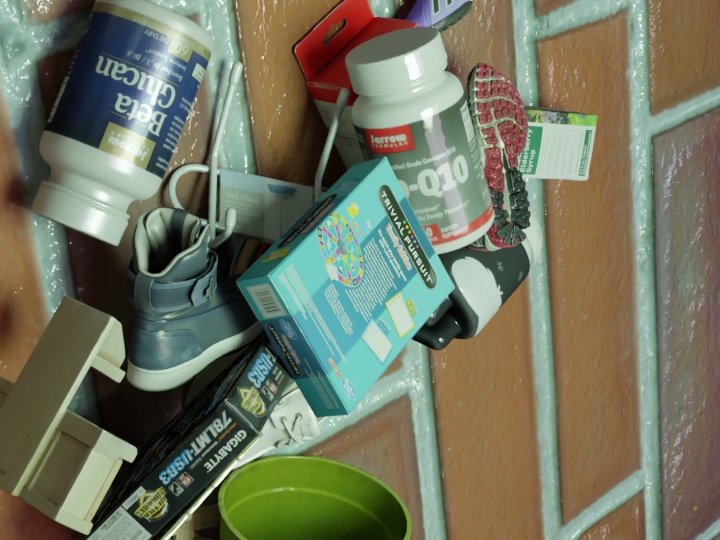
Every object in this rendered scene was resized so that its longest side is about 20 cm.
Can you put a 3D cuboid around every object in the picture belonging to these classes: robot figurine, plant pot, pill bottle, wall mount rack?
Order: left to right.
[{"bbox_3d":[-0.211,-0.129,1.282,0.111,0.111,0.201,24,85,-47],"label":"pill bottle"},{"bbox_3d":[-0.080,-0.096,1.425,0.199,0.074,0.175,11,65,-25],"label":"wall mount rack"},{"bbox_3d":[-0.062,0.329,1.543,0.199,0.200,0.194,-13,124,-42],"label":"plant pot"},{"bbox_3d":[0.056,-0.126,1.450,0.114,0.113,0.201,-33,117,-34],"label":"pill bottle"},{"bbox_3d":[0.115,-0.006,1.650,0.125,0.150,0.200,42,66,2],"label":"robot figurine"}]

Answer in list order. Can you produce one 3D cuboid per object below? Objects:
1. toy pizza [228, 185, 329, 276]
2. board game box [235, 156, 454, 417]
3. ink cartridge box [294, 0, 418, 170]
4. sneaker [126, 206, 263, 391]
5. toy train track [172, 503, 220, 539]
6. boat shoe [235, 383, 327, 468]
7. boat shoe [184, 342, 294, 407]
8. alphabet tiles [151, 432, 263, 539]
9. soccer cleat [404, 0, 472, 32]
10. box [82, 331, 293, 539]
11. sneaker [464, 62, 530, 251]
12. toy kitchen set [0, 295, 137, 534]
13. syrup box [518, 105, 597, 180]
[{"bbox_3d":[-0.057,0.013,1.544,0.199,0.032,0.202,-17,114,-41],"label":"toy pizza"},{"bbox_3d":[-0.009,0.013,1.365,0.200,0.047,0.152,-47,116,-41],"label":"board game box"},{"bbox_3d":[0.022,-0.178,1.536,0.116,0.067,0.201,-47,131,-25],"label":"ink cartridge box"},{"bbox_3d":[-0.141,0.003,1.339,0.202,0.076,0.147,-40,136,-57],"label":"sneaker"},{"bbox_3d":[-0.177,0.301,1.514,0.114,0.032,0.202,-4,106,-45],"label":"toy train track"},{"bbox_3d":[-0.068,0.145,1.532,0.200,0.069,0.071,-37,144,-20],"label":"boat shoe"},{"bbox_3d":[-0.095,0.091,1.461,0.200,0.074,0.060,-48,170,23],"label":"boat shoe"},{"bbox_3d":[-0.179,0.218,1.383,0.008,0.200,0.167,47,66,-9],"label":"alphabet tiles"},{"bbox_3d":[0.099,-0.319,1.580,0.200,0.068,0.073,-48,115,-24],"label":"soccer cleat"},{"bbox_3d":[-0.145,0.152,1.340,0.050,0.200,0.198,45,110,-7],"label":"box"},{"bbox_3d":[0.126,-0.120,1.560,0.080,0.074,0.202,12,74,-42],"label":"sneaker"},{"bbox_3d":[-0.223,0.136,1.290,0.180,0.199,0.164,37,77,-45],"label":"toy kitchen set"},{"bbox_3d":[0.178,-0.148,1.695,0.199,0.081,0.079,-2,103,-46],"label":"syrup box"}]
